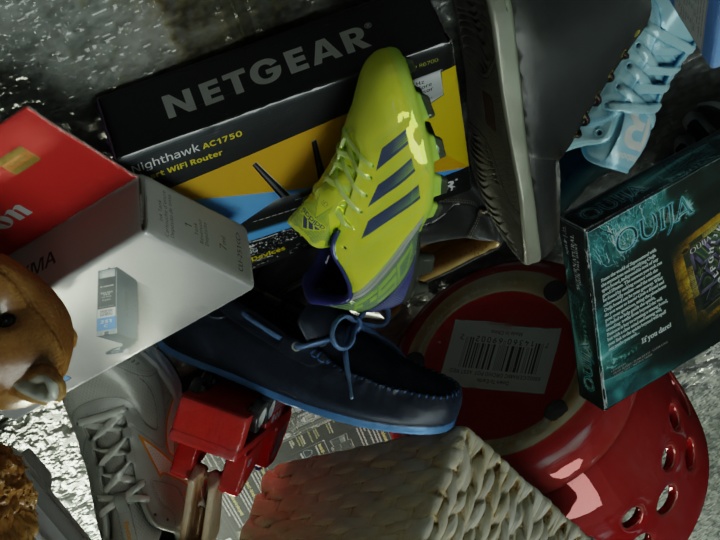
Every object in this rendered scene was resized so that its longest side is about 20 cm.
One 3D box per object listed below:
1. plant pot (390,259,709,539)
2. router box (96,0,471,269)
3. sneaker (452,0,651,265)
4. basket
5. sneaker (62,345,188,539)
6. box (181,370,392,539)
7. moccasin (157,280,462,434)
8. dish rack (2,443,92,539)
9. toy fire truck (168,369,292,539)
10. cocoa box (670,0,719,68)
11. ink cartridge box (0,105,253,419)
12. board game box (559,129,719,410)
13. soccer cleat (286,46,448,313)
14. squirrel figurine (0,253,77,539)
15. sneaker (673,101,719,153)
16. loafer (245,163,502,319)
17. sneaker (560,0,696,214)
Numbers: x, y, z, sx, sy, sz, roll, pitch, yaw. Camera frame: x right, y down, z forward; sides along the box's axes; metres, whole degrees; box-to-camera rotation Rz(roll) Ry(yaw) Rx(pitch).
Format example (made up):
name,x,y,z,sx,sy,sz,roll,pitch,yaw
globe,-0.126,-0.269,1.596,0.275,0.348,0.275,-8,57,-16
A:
name,x,y,z,sx,sy,sz,roll,pitch,yaw
plant pot,0.121,0.109,1.553,0.199,0.201,0.183,-29,143,7
router box,-0.040,-0.072,1.319,0.199,0.051,0.150,-20,147,-4
sneaker,0.120,-0.100,1.324,0.105,0.075,0.201,-19,125,-15
basket,0.022,0.226,1.426,0.199,0.199,0.161,-14,131,44
sneaker,-0.144,0.126,1.447,0.075,0.092,0.201,-12,125,17
box,-0.056,0.121,1.595,0.159,0.044,0.200,-24,148,-1
moccasin,-0.031,0.044,1.387,0.080,0.198,0.069,-47,154,-74
dish rack,-0.189,0.194,1.465,0.043,0.200,0.172,-40,177,-23
toy fire truck,-0.094,0.135,1.406,0.200,0.048,0.142,-34,142,-76
cocoa box,0.255,-0.221,1.229,0.198,0.132,0.134,-18,147,-10
ink cartridge box,-0.190,0.003,1.282,0.199,0.045,0.176,-29,143,29
board game box,0.214,-0.014,1.439,0.199,0.028,0.136,-27,125,-26
soccer cleat,0.001,-0.043,1.280,0.083,0.065,0.201,-8,143,-9
squirrel figurine,-0.236,0.083,1.239,0.185,0.142,0.202,-17,103,-1
sneaker,0.230,-0.033,1.545,0.081,0.075,0.200,-11,146,-37
loafer,0.000,0.000,1.431,0.199,0.073,0.073,-36,147,19
sneaker,0.160,-0.102,1.383,0.074,0.082,0.200,9,135,-42
